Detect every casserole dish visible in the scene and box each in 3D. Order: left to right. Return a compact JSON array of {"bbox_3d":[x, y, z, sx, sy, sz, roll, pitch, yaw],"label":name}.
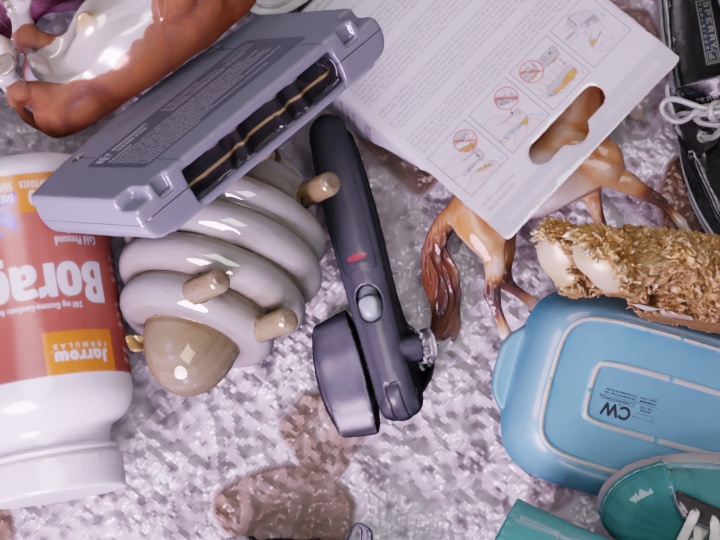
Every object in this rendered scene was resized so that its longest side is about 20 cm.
[{"bbox_3d":[0.179,0.084,1.411,0.199,0.039,0.122,16,87,-9],"label":"casserole dish"}]

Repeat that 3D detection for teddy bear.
[{"bbox_3d":[0.197,-0.001,1.364,0.199,0.145,0.067,13,84,-4],"label":"teddy bear"}]

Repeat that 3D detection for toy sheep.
[{"bbox_3d":[-0.080,-0.015,1.398,0.137,0.138,0.200,20,66,3],"label":"toy sheep"}]

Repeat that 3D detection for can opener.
[{"bbox_3d":[0.000,0.000,1.429,0.078,0.063,0.201,-10,82,-1],"label":"can opener"}]

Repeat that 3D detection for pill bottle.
[{"bbox_3d":[-0.198,0.038,1.398,0.112,0.112,0.201,-10,82,-2],"label":"pill bottle"}]

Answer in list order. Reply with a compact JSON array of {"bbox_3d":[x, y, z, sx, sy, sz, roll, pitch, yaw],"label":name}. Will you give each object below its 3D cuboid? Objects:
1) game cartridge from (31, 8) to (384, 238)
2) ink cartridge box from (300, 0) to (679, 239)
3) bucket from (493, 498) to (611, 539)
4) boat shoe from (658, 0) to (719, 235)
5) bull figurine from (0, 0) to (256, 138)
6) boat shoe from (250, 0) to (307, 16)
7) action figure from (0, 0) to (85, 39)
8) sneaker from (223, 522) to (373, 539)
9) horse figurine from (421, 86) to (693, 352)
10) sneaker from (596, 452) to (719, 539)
[{"bbox_3d":[-0.092,-0.086,1.356,0.200,0.133,0.041,-41,119,-27],"label":"game cartridge"},{"bbox_3d":[0.071,-0.132,1.445,0.200,0.057,0.163,42,83,11],"label":"ink cartridge box"},{"bbox_3d":[0.105,0.239,1.328,0.135,0.207,0.208,30,82,6],"label":"bucket"},{"bbox_3d":[0.223,-0.101,1.433,0.073,0.068,0.200,-9,80,23],"label":"boat shoe"},{"bbox_3d":[-0.131,-0.154,1.378,0.200,0.121,0.065,-39,59,7],"label":"bull figurine"},{"bbox_3d":[-0.020,-0.242,1.469,0.076,0.060,0.200,37,80,-7],"label":"boat shoe"},{"bbox_3d":[-0.225,-0.171,1.454,0.200,0.149,0.134,-42,54,12],"label":"action figure"},{"bbox_3d":[-0.018,0.249,1.384,0.113,0.075,0.201,-12,79,1],"label":"sneaker"},{"bbox_3d":[0.113,-0.034,1.443,0.200,0.050,0.133,-31,90,-8],"label":"horse figurine"},{"bbox_3d":[0.238,0.166,1.369,0.199,0.080,0.072,15,115,-13],"label":"sneaker"}]
